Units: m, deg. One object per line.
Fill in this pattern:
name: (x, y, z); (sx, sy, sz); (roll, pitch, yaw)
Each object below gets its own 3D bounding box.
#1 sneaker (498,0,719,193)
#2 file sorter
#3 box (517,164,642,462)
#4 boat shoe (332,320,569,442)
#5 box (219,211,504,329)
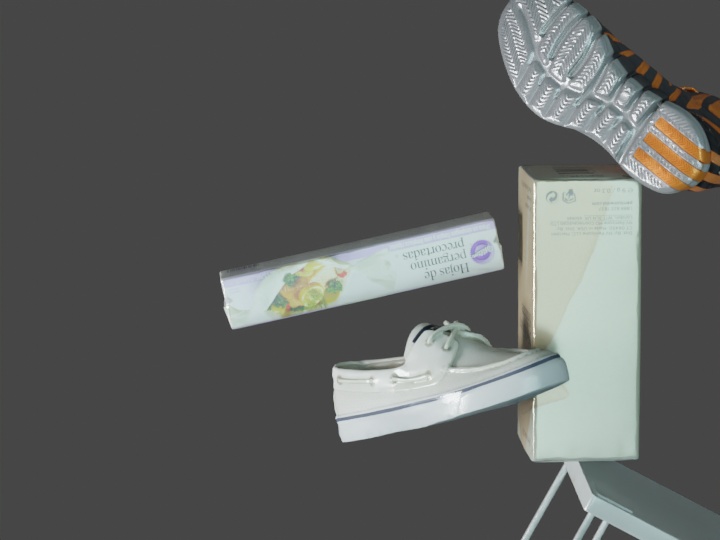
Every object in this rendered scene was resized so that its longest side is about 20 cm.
sneaker: (0.186, -0.120, 1.705); (0.200, 0.112, 0.078); (48, 113, 23)
file sorter: (0.212, 0.233, 1.729); (0.200, 0.139, 0.125); (28, 99, -8)
box: (0.154, 0.029, 1.714); (0.078, 0.095, 0.200); (-1, 98, -3)
boat shoe: (0.056, 0.069, 1.686); (0.071, 0.200, 0.070); (-12, 87, -45)
box: (0.000, 0.000, 1.725); (0.200, 0.041, 0.039); (-13, 100, -3)
